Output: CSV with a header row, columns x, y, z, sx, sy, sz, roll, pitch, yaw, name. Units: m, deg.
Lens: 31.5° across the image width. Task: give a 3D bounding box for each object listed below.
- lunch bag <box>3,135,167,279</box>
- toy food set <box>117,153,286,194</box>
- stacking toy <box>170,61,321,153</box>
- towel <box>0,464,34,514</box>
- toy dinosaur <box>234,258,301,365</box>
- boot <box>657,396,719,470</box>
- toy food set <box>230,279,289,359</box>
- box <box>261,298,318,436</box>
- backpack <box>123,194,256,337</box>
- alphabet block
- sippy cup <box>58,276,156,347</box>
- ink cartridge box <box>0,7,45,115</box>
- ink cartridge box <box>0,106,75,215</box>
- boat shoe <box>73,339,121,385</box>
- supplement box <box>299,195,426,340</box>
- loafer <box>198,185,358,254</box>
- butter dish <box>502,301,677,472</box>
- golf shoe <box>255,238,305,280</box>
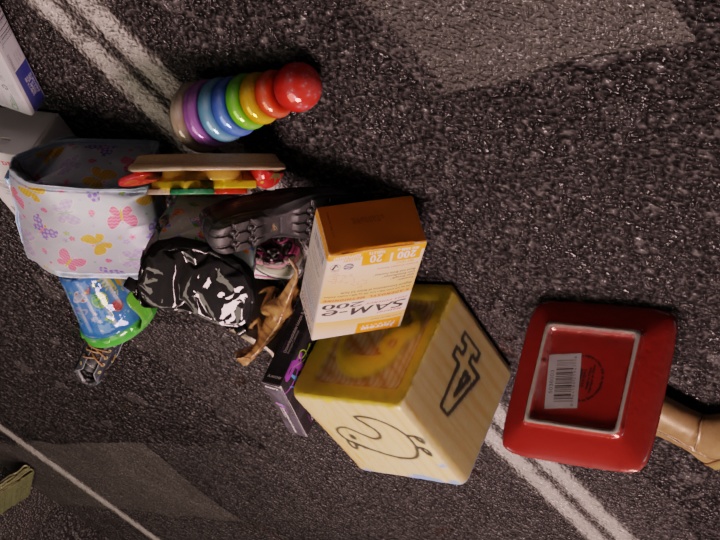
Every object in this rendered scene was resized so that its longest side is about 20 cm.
x,y,z,sx,sy,sz,roll,pitch,yaw,name
-0.362,-0.086,1.704,0.198,0.128,0.171,-1,133,0,lunch bag
-0.190,-0.117,1.550,0.196,0.049,0.199,-4,-174,-36,toy food set
-0.123,-0.189,1.447,0.199,0.086,0.085,-7,138,41,stacking toy
-0.955,0.601,3.459,0.037,0.148,0.200,49,149,15,towel
-0.107,0.047,1.732,0.060,0.107,0.201,24,118,-9,toy dinosaur
0.402,0.183,1.641,0.199,0.066,0.175,28,152,1,boot
-0.193,0.056,1.846,0.199,0.144,0.061,32,120,-11,toy food set
-0.068,0.110,1.774,0.036,0.201,0.143,10,149,22,box
-0.197,-0.021,1.624,0.166,0.200,0.127,23,112,-12,backpack
0.061,0.150,1.741,0.194,0.198,0.200,0,143,38,alphabet block
-0.409,0.030,2.028,0.176,0.140,0.131,-14,128,16,sippy cup
-0.525,-0.299,1.644,0.198,0.044,0.197,20,153,18,ink cartridge box
-0.450,-0.134,1.815,0.144,0.084,0.201,9,148,30,ink cartridge box
-0.469,0.142,2.301,0.070,0.091,0.201,26,153,0,boat shoe
0.000,0.000,1.586,0.125,0.074,0.201,-9,149,-14,supplement box
-0.100,-0.074,1.556,0.071,0.199,0.069,-124,29,-43,loafer
0.299,0.154,1.567,0.198,0.202,0.148,4,161,36,butter dish
-0.171,-0.025,1.773,0.198,0.073,0.092,17,153,18,golf shoe
